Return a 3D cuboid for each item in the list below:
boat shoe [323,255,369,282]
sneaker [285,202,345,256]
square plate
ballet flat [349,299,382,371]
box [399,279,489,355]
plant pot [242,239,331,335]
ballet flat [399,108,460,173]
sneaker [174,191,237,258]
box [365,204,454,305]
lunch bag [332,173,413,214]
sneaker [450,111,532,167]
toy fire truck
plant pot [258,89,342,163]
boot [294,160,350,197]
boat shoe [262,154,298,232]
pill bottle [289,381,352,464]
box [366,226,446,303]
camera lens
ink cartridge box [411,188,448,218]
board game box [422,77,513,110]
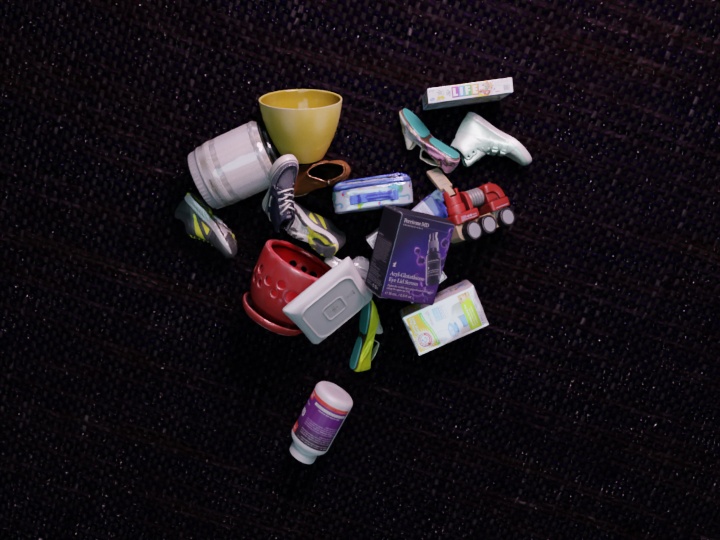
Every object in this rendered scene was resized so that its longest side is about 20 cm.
[{"bbox_3d":[0.001,0.000,1.483,0.199,0.070,0.072,29,89,-19],"label":"boat shoe"},{"bbox_3d":[-0.122,-0.109,1.467,0.199,0.084,0.075,41,124,16],"label":"sneaker"},{"bbox_3d":[-0.068,0.083,1.390,0.197,0.201,0.029,-38,55,-4],"label":"square plate"},{"bbox_3d":[0.023,0.173,1.521,0.066,0.067,0.203,9,101,-22],"label":"ballet flat"},{"bbox_3d":[0.212,0.120,1.484,0.197,0.101,0.114,-24,97,4],"label":"box"},{"bbox_3d":[-0.182,0.050,1.433,0.198,0.201,0.184,27,103,-3],"label":"plant pot"},{"bbox_3d":[0.159,-0.315,1.437,0.200,0.069,0.071,43,130,8],"label":"ballet flat"},{"bbox_3d":[-0.397,-0.104,1.483,0.084,0.074,0.201,-40,87,12],"label":"sneaker"},{"bbox_3d":[0.112,-0.036,1.342,0.146,0.104,0.203,8,103,-23],"label":"box"},{"bbox_3d":[0.030,-0.187,1.412,0.196,0.161,0.084,-8,99,3],"label":"lunch bag"},{"bbox_3d":[0.319,-0.290,1.435,0.199,0.074,0.119,34,91,6],"label":"sneaker"},{"bbox_3d":[0.261,-0.178,1.433,0.174,0.128,0.203,-21,92,-27],"label":"toy fire truck"},{"bbox_3d":[-0.142,-0.343,1.392,0.196,0.201,0.144,2,119,1],"label":"plant pot"},{"bbox_3d":[-0.120,-0.224,1.411,0.196,0.155,0.078,-8,99,2],"label":"boot"},{"bbox_3d":[-0.176,-0.176,1.365,0.074,0.201,0.094,-17,65,-28],"label":"boat shoe"},{"bbox_3d":[-0.110,0.404,1.526,0.111,0.113,0.202,29,97,-3],"label":"pill bottle"},{"bbox_3d":[0.114,-0.034,1.447,0.116,0.060,0.201,-34,99,7],"label":"box"},{"bbox_3d":[-0.298,-0.258,1.406,0.197,0.160,0.162,-22,98,4],"label":"camera lens"},{"bbox_3d":[0.166,-0.106,1.485,0.199,0.042,0.120,-41,96,5],"label":"ink cartridge box"},{"bbox_3d":[0.253,-0.423,1.387,0.196,0.135,0.035,-7,98,1],"label":"board game box"}]
